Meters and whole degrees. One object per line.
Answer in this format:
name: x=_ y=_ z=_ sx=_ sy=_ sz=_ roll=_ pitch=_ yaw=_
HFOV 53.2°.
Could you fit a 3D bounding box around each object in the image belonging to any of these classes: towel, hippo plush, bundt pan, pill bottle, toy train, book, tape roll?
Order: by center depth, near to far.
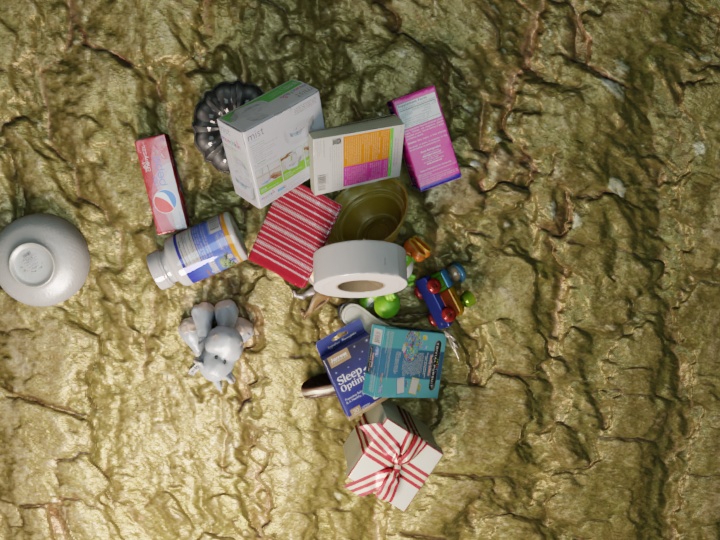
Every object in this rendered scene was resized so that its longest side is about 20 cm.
tape roll: x=0.000 y=0.000 z=1.491 sx=0.198 sy=0.203 sz=0.072 roll=0 pitch=74 yaw=-7
book: x=-0.009 y=-0.238 z=1.495 sx=0.196 sy=0.048 sz=0.136 roll=-14 pitch=131 yaw=-18
bundt pan: x=-0.262 y=-0.301 z=1.524 sx=0.197 sy=0.076 sz=0.206 roll=-1 pitch=102 yaw=-7
towel: x=-0.141 y=-0.080 z=1.541 sx=0.143 sy=0.022 sz=0.203 roll=27 pitch=98 yaw=2
pill bottle: x=-0.350 y=-0.036 z=1.543 sx=0.197 sy=0.112 sz=0.114 roll=-25 pitch=103 yaw=-1
hippo plush: x=-0.327 y=0.166 z=1.558 sx=0.158 sy=0.161 sz=0.202 roll=30 pitch=96 yaw=-11
toy train: x=0.217 y=0.089 z=1.633 sx=0.114 sy=0.084 sz=0.203 roll=-27 pitch=89 yaw=-24

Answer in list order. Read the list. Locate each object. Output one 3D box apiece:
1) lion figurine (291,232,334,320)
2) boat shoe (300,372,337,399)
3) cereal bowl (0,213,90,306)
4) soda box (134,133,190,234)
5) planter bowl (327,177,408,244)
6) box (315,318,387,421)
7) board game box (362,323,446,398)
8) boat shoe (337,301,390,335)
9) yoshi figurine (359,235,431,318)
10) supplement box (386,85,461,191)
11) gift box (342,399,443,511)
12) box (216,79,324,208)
lion figurine: x=-0.100 y=0.006 z=1.611 sx=0.120 sy=0.073 sz=0.204 roll=-18 pitch=116 yaw=-13
boat shoe: x=-0.036 y=0.275 z=1.660 sx=0.198 sy=0.075 sz=0.076 roll=-12 pitch=108 yaw=-5
cereal bowl: x=-0.682 y=-0.017 z=1.522 sx=0.196 sy=0.083 sz=0.205 roll=-1 pitch=102 yaw=-6
soda box: x=-0.420 y=-0.184 z=1.532 sx=0.069 sy=0.063 sz=0.204 roll=-13 pitch=102 yaw=-4
planter bowl: x=0.025 y=-0.103 z=1.569 sx=0.199 sy=0.201 sz=0.084 roll=-35 pitch=139 yaw=1
box: x=-0.012 y=0.222 z=1.602 sx=0.120 sy=0.032 sz=0.203 roll=-27 pitch=111 yaw=-12
board game box: x=0.102 y=0.206 z=1.619 sx=0.197 sy=0.047 sz=0.154 roll=9 pitch=90 yaw=-40
boat shoe: x=0.026 y=0.143 z=1.645 sx=0.199 sy=0.062 sz=0.076 roll=35 pitch=86 yaw=-19
yoshi figurine: x=0.084 y=0.028 z=1.609 sx=0.111 sy=0.113 sz=0.201 roll=28 pitch=113 yaw=-31
supplement box: x=0.137 y=-0.286 z=1.561 sx=0.101 sy=0.101 sz=0.204 roll=-18 pitch=101 yaw=-2
gift box: x=0.055 y=0.414 z=1.638 sx=0.198 sy=0.187 sz=0.187 roll=28 pitch=96 yaw=-12
box: x=-0.169 y=-0.258 z=1.457 sx=0.199 sy=0.096 sz=0.179 roll=-36 pitch=136 yaw=-28
